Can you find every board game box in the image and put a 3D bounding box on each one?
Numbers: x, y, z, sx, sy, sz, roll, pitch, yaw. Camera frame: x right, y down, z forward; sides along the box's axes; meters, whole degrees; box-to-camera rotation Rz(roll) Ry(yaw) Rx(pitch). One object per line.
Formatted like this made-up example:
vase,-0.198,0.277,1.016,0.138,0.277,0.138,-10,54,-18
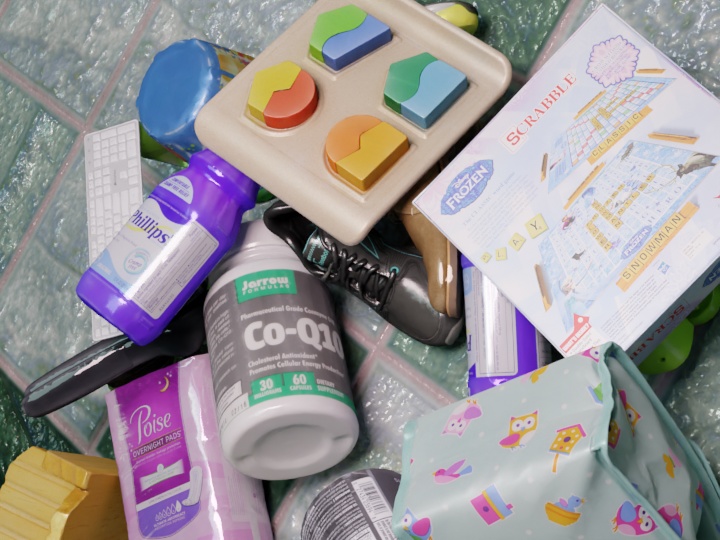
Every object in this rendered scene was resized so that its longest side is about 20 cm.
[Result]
board game box,0.170,-0.052,1.071,0.200,0.041,0.200,-45,60,6

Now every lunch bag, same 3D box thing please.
lunch bag,0.145,0.165,1.025,0.170,0.200,0.122,-26,33,28

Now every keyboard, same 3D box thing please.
keyboard,-0.213,-0.037,1.345,0.056,0.011,0.201,-17,65,24

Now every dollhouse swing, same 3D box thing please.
dollhouse swing,-0.307,0.253,1.388,0.175,0.182,0.201,18,86,22

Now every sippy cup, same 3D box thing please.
sippy cup,-0.127,-0.144,1.398,0.178,0.130,0.140,-49,50,14

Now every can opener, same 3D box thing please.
can opener,-0.212,0.069,1.359,0.200,0.063,0.079,-32,97,8

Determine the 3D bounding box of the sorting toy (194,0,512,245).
sorting toy,-0.008,-0.139,1.224,0.185,0.037,0.200,35,74,25

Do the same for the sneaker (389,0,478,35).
sneaker,0.036,-0.143,1.309,0.200,0.078,0.090,-45,65,20

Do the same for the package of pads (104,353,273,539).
package of pads,-0.145,0.181,1.319,0.120,0.076,0.201,-25,66,30

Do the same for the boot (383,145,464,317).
boot,0.045,-0.047,1.220,0.075,0.074,0.200,-7,57,1

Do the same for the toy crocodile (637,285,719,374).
toy crocodile,0.215,-0.024,1.108,0.062,0.067,0.201,-14,66,35

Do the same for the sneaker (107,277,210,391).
sneaker,-0.190,0.021,1.419,0.077,0.084,0.201,6,78,48

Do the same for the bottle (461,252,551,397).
bottle,0.111,0.074,1.147,0.065,0.084,0.201,-3,84,9

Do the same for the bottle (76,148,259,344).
bottle,-0.144,-0.036,1.269,0.200,0.065,0.083,-51,44,-7

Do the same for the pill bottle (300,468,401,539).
pill bottle,0.030,0.233,1.101,0.106,0.106,0.200,-55,26,10

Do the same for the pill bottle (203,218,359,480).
pill bottle,-0.071,0.063,1.280,0.113,0.113,0.200,-34,48,26

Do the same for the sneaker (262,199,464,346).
sneaker,0.000,0.000,1.254,0.200,0.079,0.076,40,122,31

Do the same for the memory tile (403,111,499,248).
memory tile,0.126,-0.056,1.231,0.200,0.017,0.154,5,78,40
